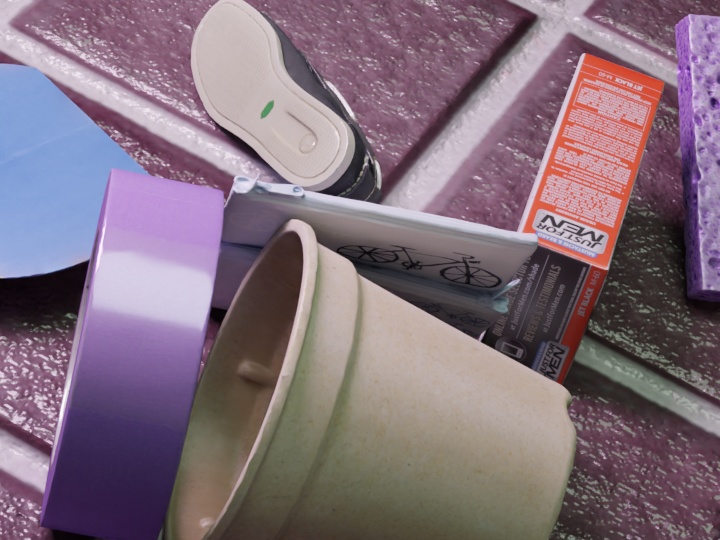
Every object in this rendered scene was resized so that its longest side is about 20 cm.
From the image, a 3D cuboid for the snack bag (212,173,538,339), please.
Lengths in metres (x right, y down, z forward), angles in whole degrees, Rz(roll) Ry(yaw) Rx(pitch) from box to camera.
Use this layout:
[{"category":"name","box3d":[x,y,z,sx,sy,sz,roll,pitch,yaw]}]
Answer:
[{"category":"snack bag","box3d":[0.000,0.000,1.533,0.188,0.200,0.021,11,70,-10]}]

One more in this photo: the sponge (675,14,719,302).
[{"category":"sponge","box3d":[0.271,-0.075,1.749,0.111,0.030,0.200,4,73,-15]}]

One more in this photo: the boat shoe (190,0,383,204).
[{"category":"boat shoe","box3d":[-0.051,-0.109,1.729,0.068,0.072,0.200,28,17,-48]}]

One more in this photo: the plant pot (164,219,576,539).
[{"category":"plant pot","box3d":[0.012,0.096,1.448,0.183,0.201,0.201,20,41,-14]}]

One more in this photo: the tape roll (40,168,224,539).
[{"category":"tape roll","box3d":[-0.126,0.048,1.424,0.066,0.200,0.200,12,43,-6]}]

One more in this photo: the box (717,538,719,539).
[{"category":"box","box3d":[0.311,0.220,1.513,0.137,0.040,0.200,-16,52,-30]}]

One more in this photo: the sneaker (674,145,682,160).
[{"category":"sneaker","box3d":[0.311,-0.099,1.832,0.200,0.076,0.081,-31,68,-31]}]

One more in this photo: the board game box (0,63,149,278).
[{"category":"board game box","box3d":[-0.230,-0.050,1.615,0.158,0.039,0.200,-27,53,-32]}]

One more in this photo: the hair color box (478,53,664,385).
[{"category":"hair color box","box3d":[0.136,-0.034,1.667,0.064,0.111,0.200,21,43,3]}]
